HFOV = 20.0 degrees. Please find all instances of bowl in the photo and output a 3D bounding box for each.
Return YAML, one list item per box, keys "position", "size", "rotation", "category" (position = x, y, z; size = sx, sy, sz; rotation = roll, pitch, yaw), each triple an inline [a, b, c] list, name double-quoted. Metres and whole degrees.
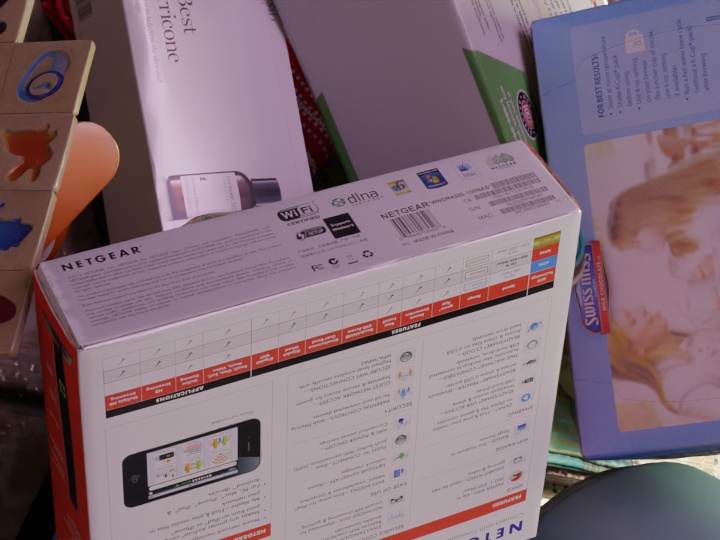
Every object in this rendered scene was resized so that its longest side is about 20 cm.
- position: [0.131, 0.168, 0.956]
  size: [0.200, 0.202, 0.105]
  rotation: [8, 31, -39]
  category: "bowl"

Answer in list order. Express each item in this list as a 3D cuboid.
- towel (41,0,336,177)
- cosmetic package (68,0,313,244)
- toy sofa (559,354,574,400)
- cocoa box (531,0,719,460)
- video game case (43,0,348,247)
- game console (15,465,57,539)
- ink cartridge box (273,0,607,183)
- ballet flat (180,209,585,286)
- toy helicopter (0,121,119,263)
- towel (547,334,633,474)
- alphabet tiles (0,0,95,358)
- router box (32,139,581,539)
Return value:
- position: [-0.049, -0.117, 0.969]
  size: [0.145, 0.022, 0.200]
  rotation: [53, 47, -13]
  category: "towel"
- position: [-0.065, -0.039, 0.876]
  size: [0.082, 0.051, 0.202]
  rotation: [-6, 81, -38]
  category: "cosmetic package"
- position: [0.175, -0.006, 1.085]
  size: [0.083, 0.097, 0.201]
  rotation: [48, 43, -32]
  category: "toy sofa"
- position: [0.167, -0.020, 0.917]
  size: [0.131, 0.133, 0.202]
  rotation: [8, 74, -64]
  category: "cocoa box"
- position: [-0.057, -0.066, 0.975]
  size: [0.180, 0.025, 0.201]
  rotation: [-6, 77, -42]
  category: "video game case"
- position: [-0.049, 0.149, 0.840]
  size: [0.119, 0.170, 0.201]
  rotation: [60, 40, -43]
  category: "game console"
- position: [0.046, -0.121, 0.962]
  size: [0.146, 0.083, 0.200]
  rotation: [67, 27, -16]
  category: "ink cartridge box"
- position: [0.000, 0.000, 0.841]
  size: [0.199, 0.062, 0.068]
  rotation: [-3, 61, -30]
  category: "ballet flat"
- position: [-0.150, 0.017, 0.786]
  size: [0.078, 0.132, 0.201]
  rotation: [20, 66, -25]
  category: "toy helicopter"
- position: [0.076, 0.025, 1.035]
  size: [0.199, 0.022, 0.148]
  rotation: [17, 63, -48]
  category: "towel"
- position: [-0.187, -0.028, 0.764]
  size: [0.006, 0.165, 0.201]
  rotation: [61, 34, -55]
  category: "alphabet tiles"
- position: [-0.020, 0.056, 0.784]
  size: [0.199, 0.180, 0.049]
  rotation: [-15, 44, -21]
  category: "router box"
